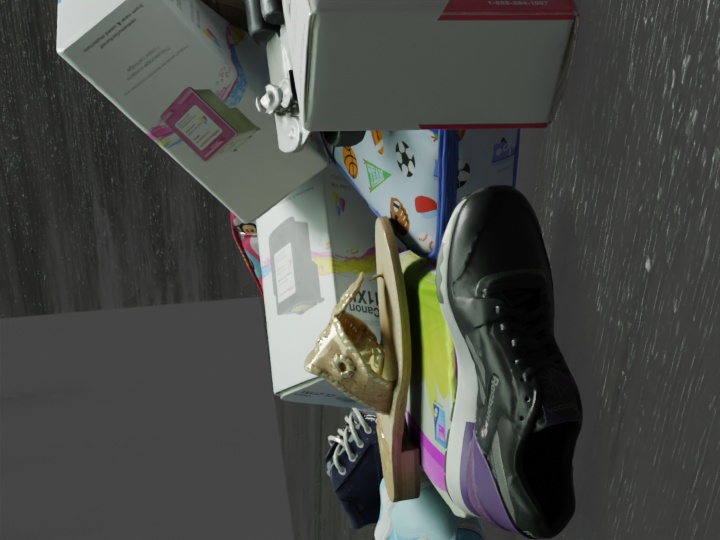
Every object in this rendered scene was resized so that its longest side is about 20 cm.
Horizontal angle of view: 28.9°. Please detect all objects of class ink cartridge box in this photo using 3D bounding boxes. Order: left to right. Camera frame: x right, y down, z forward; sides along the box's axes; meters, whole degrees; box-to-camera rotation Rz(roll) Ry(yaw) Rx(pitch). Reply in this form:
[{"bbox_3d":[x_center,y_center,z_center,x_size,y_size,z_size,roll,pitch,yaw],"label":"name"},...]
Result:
[{"bbox_3d":[-0.121,-0.151,1.014,0.200,0.084,0.145,45,-161,-36],"label":"ink cartridge box"},{"bbox_3d":[0.000,0.000,1.101,0.083,0.145,0.201,-23,67,40],"label":"ink cartridge box"},{"bbox_3d":[0.029,-0.175,0.804,0.083,0.145,0.201,97,167,-46],"label":"ink cartridge box"}]

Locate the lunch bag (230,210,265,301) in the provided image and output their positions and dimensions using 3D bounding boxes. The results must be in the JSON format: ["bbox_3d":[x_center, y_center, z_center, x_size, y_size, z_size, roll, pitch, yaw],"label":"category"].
[{"bbox_3d":[-0.058,-0.055,1.394,0.177,0.081,0.201,-77,-27,-45],"label":"lunch bag"}]

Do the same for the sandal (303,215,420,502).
[{"bbox_3d":[-0.003,0.071,0.950,0.078,0.069,0.213,-113,15,-63],"label":"sandal"}]

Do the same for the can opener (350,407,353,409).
[{"bbox_3d":[-0.006,0.071,1.253,0.054,0.067,0.200,-59,-9,-25],"label":"can opener"}]

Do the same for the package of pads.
[{"bbox_3d":[0.069,0.064,0.948,0.200,0.068,0.156,-145,51,-80],"label":"package of pads"}]

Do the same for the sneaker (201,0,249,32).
[{"bbox_3d":[-0.059,-0.219,1.025,0.200,0.075,0.071,-61,-12,-69],"label":"sneaker"}]

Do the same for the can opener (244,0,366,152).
[{"bbox_3d":[-0.044,-0.170,0.908,0.053,0.066,0.201,-31,68,60],"label":"can opener"}]

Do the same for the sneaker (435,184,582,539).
[{"bbox_3d":[0.097,0.052,0.796,0.087,0.075,0.202,14,110,61],"label":"sneaker"}]

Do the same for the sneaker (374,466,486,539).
[{"bbox_3d":[0.064,0.236,1.077,0.200,0.079,0.131,76,174,-60],"label":"sneaker"}]

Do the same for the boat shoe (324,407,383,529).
[{"bbox_3d":[0.006,0.143,1.220,0.075,0.092,0.201,-108,0,-62],"label":"boat shoe"}]

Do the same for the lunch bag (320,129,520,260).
[{"bbox_3d":[0.029,-0.115,0.934,0.200,0.075,0.161,48,150,44],"label":"lunch bag"}]
